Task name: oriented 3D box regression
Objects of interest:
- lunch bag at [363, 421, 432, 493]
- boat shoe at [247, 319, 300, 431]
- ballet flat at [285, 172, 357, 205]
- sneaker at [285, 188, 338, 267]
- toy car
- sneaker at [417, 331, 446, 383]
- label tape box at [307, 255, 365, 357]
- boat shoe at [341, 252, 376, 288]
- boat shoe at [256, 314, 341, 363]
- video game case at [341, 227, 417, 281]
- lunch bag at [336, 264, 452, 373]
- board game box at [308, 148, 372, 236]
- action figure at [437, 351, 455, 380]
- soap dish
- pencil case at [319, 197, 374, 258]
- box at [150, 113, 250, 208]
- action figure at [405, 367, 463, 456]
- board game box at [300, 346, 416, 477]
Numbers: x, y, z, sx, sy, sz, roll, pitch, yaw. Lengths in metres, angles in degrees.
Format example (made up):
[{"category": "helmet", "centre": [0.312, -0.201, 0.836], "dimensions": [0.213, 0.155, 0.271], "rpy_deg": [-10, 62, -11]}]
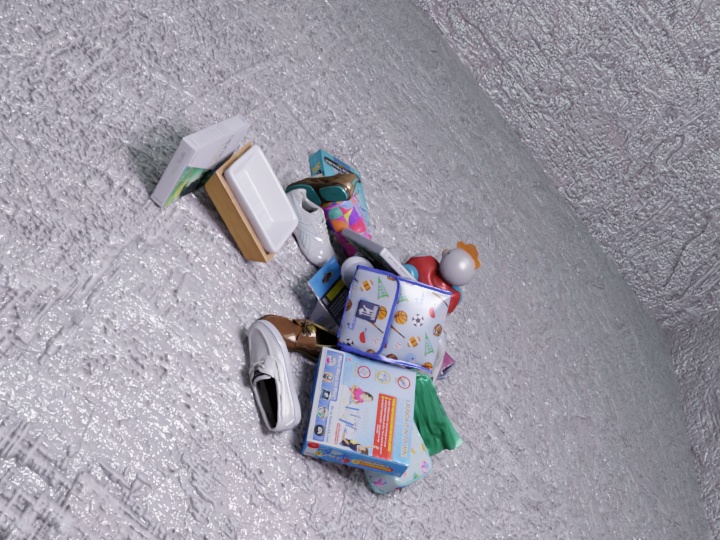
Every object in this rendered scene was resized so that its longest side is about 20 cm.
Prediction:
[{"category": "lunch bag", "centre": [0.058, 0.341, 1.443], "dimensions": [0.159, 0.076, 0.203], "rpy_deg": [1, 63, -56]}, {"category": "boat shoe", "centre": [-0.165, 0.185, 1.267], "dimensions": [0.065, 0.071, 0.204], "rpy_deg": [4, 68, -59]}, {"category": "ballet flat", "centre": [-0.081, -0.185, 1.583], "dimensions": [0.073, 0.197, 0.068], "rpy_deg": [-52, 123, -33]}, {"category": "sneaker", "centre": [-0.105, -0.089, 1.580], "dimensions": [0.202, 0.079, 0.071], "rpy_deg": [53, 29, -13]}, {"category": "toy car", "centre": [0.220, -0.006, 1.839], "dimensions": [0.178, 0.200, 0.183], "rpy_deg": [50, 26, 16]}, {"category": "sneaker", "centre": [0.138, 0.217, 1.573], "dimensions": [0.071, 0.204, 0.072], "rpy_deg": [24, 20, 10]}, {"category": "label tape box", "centre": [-0.045, 0.091, 1.524], "dimensions": [0.202, 0.063, 0.144], "rpy_deg": [54, 30, -6]}, {"category": "boat shoe", "centre": [0.002, -0.002, 1.545], "dimensions": [0.069, 0.073, 0.199], "rpy_deg": [56, 15, 25]}, {"category": "boat shoe", "centre": [-0.113, 0.121, 1.394], "dimensions": [0.198, 0.067, 0.073], "rpy_deg": [24, 45, -44]}, {"category": "video game case", "centre": [0.057, -0.009, 1.561], "dimensions": [0.182, 0.022, 0.199], "rpy_deg": [44, -6, -29]}, {"category": "lunch bag", "centre": [0.062, 0.095, 1.415], "dimensions": [0.196, 0.124, 0.174], "rpy_deg": [17, 86, -10]}, {"category": "board game box", "centre": [-0.049, -0.183, 1.774], "dimensions": [0.150, 0.047, 0.204], "rpy_deg": [24, 45, -44]}, {"category": "action figure", "centre": [0.138, 0.176, 1.719], "dimensions": [0.148, 0.134, 0.200], "rpy_deg": [-41, 84, -17]}, {"category": "soap dish", "centre": [-0.215, -0.132, 1.422], "dimensions": [0.203, 0.080, 0.158], "rpy_deg": [63, 28, -20]}, {"category": "pencil case", "centre": [-0.021, -0.094, 1.657], "dimensions": [0.089, 0.087, 0.202], "rpy_deg": [-81, 148, -48]}, {"category": "box", "centre": [-0.295, -0.207, 1.340], "dimensions": [0.036, 0.145, 0.200], "rpy_deg": [41, 32, 2]}, {"category": "action figure", "centre": [0.134, 0.292, 1.524], "dimensions": [0.055, 0.116, 0.204], "rpy_deg": [-124, -165, -76]}, {"category": "board game box", "centre": [0.001, 0.262, 1.342], "dimensions": [0.191, 0.056, 0.203], "rpy_deg": [16, 50, -8]}]
